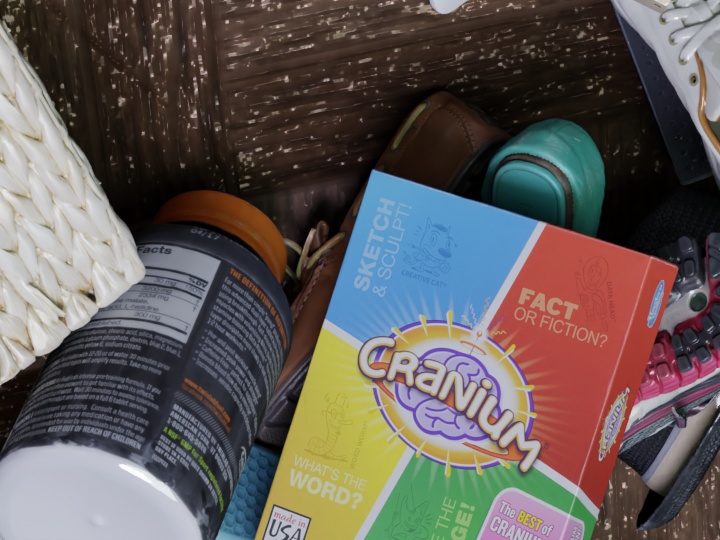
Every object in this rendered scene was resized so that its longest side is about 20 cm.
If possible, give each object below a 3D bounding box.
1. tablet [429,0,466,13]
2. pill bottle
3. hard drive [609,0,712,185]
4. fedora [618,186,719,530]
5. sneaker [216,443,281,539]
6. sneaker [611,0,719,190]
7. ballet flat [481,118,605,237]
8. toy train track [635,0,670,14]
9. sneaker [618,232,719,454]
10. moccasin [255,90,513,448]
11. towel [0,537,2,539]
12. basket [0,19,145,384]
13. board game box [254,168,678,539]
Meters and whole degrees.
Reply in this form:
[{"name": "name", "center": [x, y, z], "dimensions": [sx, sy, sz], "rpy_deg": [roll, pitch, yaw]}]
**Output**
[{"name": "tablet", "center": [0.066, -0.232, 1.317], "dimensions": [0.130, 0.014, 0.201], "rpy_deg": [-40, 137, -35]}, {"name": "pill bottle", "center": [-0.094, 0.051, 1.321], "dimensions": [0.106, 0.200, 0.107], "rpy_deg": [10, 134, 11]}, {"name": "hard drive", "center": [0.228, -0.144, 1.454], "dimensions": [0.199, 0.042, 0.135], "rpy_deg": [-28, 120, -5]}, {"name": "fedora", "center": [0.163, 0.030, 1.465], "dimensions": [0.091, 0.201, 0.201], "rpy_deg": [28, 103, 4]}, {"name": "sneaker", "center": [-0.059, 0.153, 1.447], "dimensions": [0.199, 0.080, 0.130], "rpy_deg": [31, 137, -27]}, {"name": "sneaker", "center": [0.174, -0.119, 1.364], "dimensions": [0.073, 0.085, 0.201], "rpy_deg": [-29, 91, -1]}, {"name": "ballet flat", "center": [0.090, 0.009, 1.410], "dimensions": [0.070, 0.067, 0.201], "rpy_deg": [-47, 152, -47]}, {"name": "toy train track", "center": [0.178, -0.215, 1.353], "dimensions": [0.114, 0.033, 0.201], "rpy_deg": [27, 71, 0]}, {"name": "sneaker", "center": [0.123, 0.061, 1.362], "dimensions": [0.199, 0.081, 0.075], "rpy_deg": [-31, 152, 19]}, {"name": "moccasin", "center": [-0.001, 0.000, 1.419], "dimensions": [0.074, 0.078, 0.202], "rpy_deg": [23, 100, -52]}, {"name": "towel", "center": [-0.132, 0.217, 1.360], "dimensions": [0.200, 0.031, 0.150], "rpy_deg": [42, 53, -34]}, {"name": "basket", "center": [-0.202, -0.054, 1.281], "dimensions": [0.123, 0.136, 0.201], "rpy_deg": [-33, 120, -9]}, {"name": "board game box", "center": [0.047, 0.069, 1.326], "dimensions": [0.040, 0.152, 0.201], "rpy_deg": [17, 91, -65]}]
